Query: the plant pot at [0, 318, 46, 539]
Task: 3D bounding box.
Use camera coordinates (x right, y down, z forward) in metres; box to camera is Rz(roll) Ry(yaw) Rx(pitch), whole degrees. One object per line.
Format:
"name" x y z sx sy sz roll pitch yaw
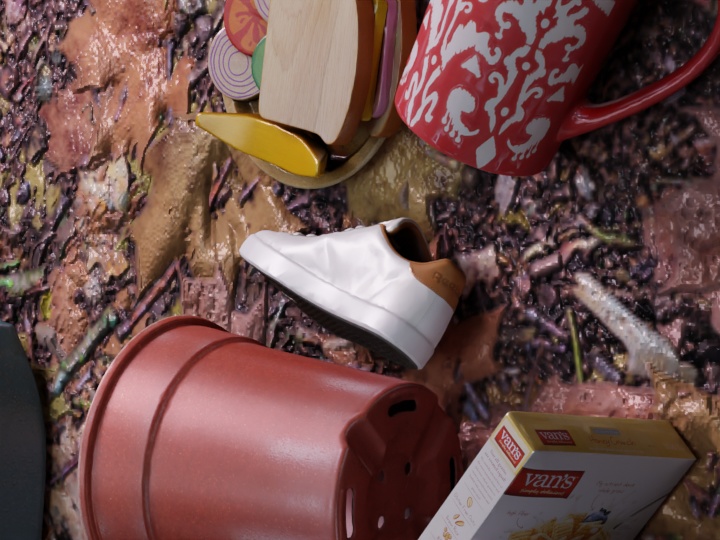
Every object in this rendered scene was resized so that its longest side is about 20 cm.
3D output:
"plant pot" -0.365 0.123 1.895 0.196 0.195 0.201 14 93 43

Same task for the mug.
"mug" 0.118 -0.157 1.459 0.178 0.133 0.201 46 124 35

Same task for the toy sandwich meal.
"toy sandwich meal" -0.043 -0.147 1.650 0.205 0.070 0.206 2 92 44

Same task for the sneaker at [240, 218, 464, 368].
"sneaker" 0.000 0.000 1.621 0.200 0.073 0.085 25 77 47

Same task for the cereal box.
"cereal box" 0.099 0.171 1.471 0.200 0.143 0.040 -57 47 29

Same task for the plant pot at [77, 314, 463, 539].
"plant pot" -0.049 0.138 1.595 0.195 0.200 0.202 5 95 35
